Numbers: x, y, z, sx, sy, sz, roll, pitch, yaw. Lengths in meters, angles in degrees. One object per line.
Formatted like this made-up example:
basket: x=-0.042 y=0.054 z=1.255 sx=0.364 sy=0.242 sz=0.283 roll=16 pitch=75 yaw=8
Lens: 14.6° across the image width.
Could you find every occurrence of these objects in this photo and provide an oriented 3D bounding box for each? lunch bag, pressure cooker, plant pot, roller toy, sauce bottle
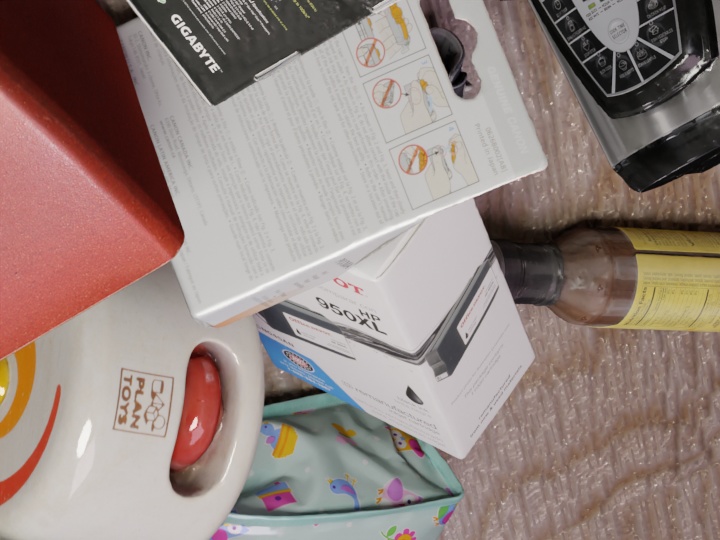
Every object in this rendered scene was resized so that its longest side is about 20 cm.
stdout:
lunch bag: x=-0.061 y=0.168 z=1.770 sx=0.199 sy=0.122 sz=0.171 roll=-9 pitch=141 yaw=-29
pressure cooker: x=0.167 y=-0.160 z=1.447 sx=0.175 sy=0.201 sz=0.179 roll=-25 pitch=177 yaw=-9
plant pot: x=-0.228 y=-0.075 z=1.340 sx=0.199 sy=0.200 sz=0.176 roll=-30 pitch=132 yaw=7
roller toy: x=-0.153 y=0.067 z=1.544 sx=0.139 sy=0.183 sz=0.200 roll=12 pitch=130 yaw=-39
sauce bottle: x=0.159 y=0.004 z=1.742 sx=0.199 sy=0.065 sz=0.065 roll=4 pitch=134 yaw=-30

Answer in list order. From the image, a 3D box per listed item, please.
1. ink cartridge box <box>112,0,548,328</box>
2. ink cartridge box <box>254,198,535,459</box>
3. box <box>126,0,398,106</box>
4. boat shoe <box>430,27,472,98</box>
ink cartridge box: x=-0.021 y=-0.083 z=1.443 sx=0.199 sy=0.163 sz=0.050 roll=-23 pitch=169 yaw=6
ink cartridge box: x=0.000 y=0.000 z=1.563 sx=0.084 sy=0.144 sz=0.200 roll=-54 pitch=149 yaw=-19
box: x=-0.063 y=-0.192 z=1.284 sx=0.159 sy=0.049 sz=0.200 roll=-29 pitch=111 yaw=28
boat shoe: x=0.029 y=-0.102 z=1.541 sx=0.068 sy=0.072 sz=0.200 roll=-31 pitch=140 yaw=1
